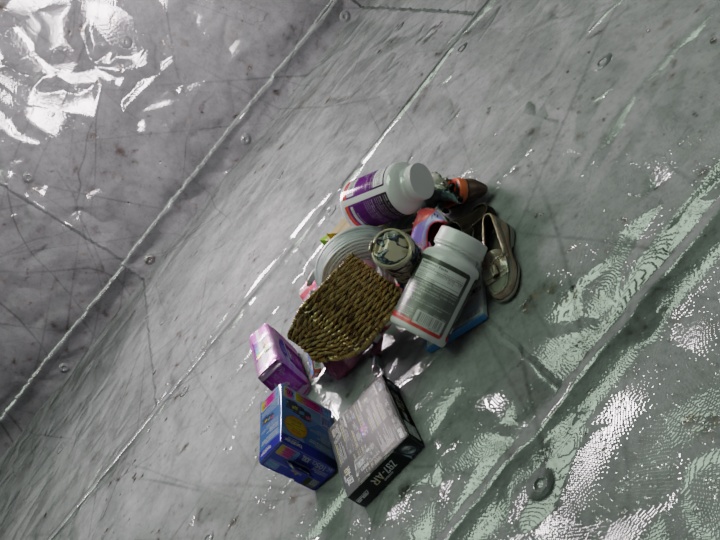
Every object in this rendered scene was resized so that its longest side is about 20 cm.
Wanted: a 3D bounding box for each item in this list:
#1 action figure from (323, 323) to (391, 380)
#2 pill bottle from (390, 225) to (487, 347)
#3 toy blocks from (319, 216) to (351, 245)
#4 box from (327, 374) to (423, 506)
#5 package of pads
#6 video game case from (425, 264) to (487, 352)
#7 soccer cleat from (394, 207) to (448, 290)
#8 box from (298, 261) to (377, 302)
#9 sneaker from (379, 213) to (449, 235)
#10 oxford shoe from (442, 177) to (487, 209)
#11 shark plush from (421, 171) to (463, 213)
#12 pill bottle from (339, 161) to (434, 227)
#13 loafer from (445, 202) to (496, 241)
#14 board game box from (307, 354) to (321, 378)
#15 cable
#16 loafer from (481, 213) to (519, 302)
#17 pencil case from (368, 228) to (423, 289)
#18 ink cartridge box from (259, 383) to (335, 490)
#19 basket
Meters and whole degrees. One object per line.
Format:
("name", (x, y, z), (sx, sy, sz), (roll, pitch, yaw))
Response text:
("action figure", (0.000, 0.150, 1.621), (0.200, 0.134, 0.149), (-33, 4, 37))
("pill bottle", (0.146, 0.028, 1.413), (0.201, 0.114, 0.114), (-63, 26, -2))
("toy blocks", (0.009, -0.105, 1.927), (0.199, 0.100, 0.137), (7, 53, 49))
("box", (0.022, 0.306, 1.412), (0.160, 0.043, 0.200), (-48, 26, 9))
("package of pads", (-0.191, 0.217, 1.797), (0.076, 0.120, 0.200), (-44, 26, 4))
("video game case", (0.184, 0.052, 1.502), (0.143, 0.018, 0.201), (-37, 30, 31))
("soccer cleat", (0.125, -0.032, 1.597), (0.076, 0.066, 0.201), (41, 119, 51))
("box", (-0.036, 0.024, 1.780), (0.200, 0.094, 0.103), (-49, 47, 12))
("sneaker", (0.101, -0.115, 1.711), (0.199, 0.067, 0.090), (-12, 74, 26))
("oxford shoe", (0.218, -0.168, 1.695), (0.200, 0.072, 0.072), (-155, 63, -76))
("shark plush", (0.176, -0.161, 1.655), (0.091, 0.084, 0.200), (-27, 17, -27))
("pill bottle", (0.057, -0.160, 1.629), (0.199, 0.112, 0.113), (-16, 42, 44))
("loafer", (0.207, -0.079, 1.532), (0.073, 0.071, 0.200), (-28, 18, 47))
("board game box", (-0.103, 0.174, 1.656), (0.200, 0.019, 0.104), (116, 146, -78))
("cable", (0.000, 0.000, 1.665), (0.069, 0.199, 0.201), (-116, 43, -57))
("loafer", (0.250, -0.027, 1.438), (0.072, 0.063, 0.201), (-33, 31, 32))
("pencil case", (0.078, -0.019, 1.480), (0.089, 0.200, 0.078), (-4, 75, 16))
("ink cartridge box", (-0.124, 0.336, 1.511), (0.076, 0.136, 0.200), (-47, 26, 23))
("basket", (-0.026, 0.095, 1.484), (0.200, 0.149, 0.143), (-48, -10, -43))
